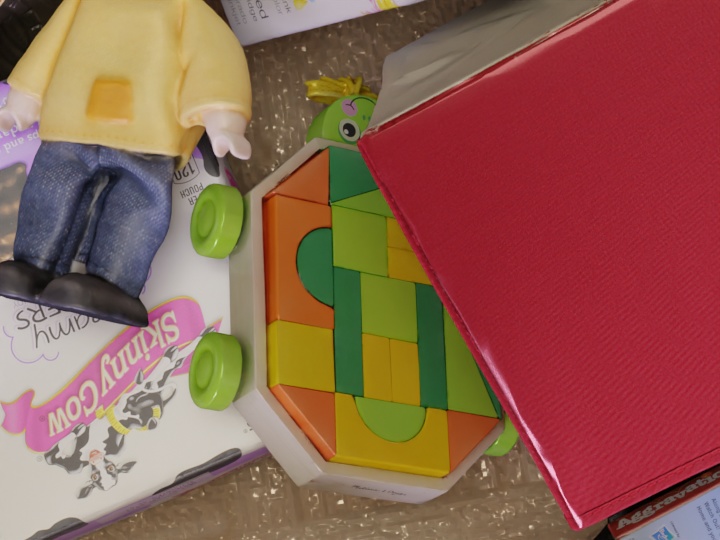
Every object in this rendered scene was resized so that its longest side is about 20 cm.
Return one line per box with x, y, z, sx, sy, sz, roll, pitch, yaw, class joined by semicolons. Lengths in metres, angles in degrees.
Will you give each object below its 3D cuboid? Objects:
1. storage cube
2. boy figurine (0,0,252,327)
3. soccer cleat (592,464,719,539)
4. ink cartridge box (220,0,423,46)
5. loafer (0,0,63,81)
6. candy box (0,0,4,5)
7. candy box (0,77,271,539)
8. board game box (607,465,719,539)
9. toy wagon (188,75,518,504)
0.121;-0.036;0.921;0.199;0.171;0.180;-28;102;12;storage cube
-0.098;-0.077;0.971;0.124;0.064;0.201;14;88;26;boy figurine
0.125;0.151;1.014;0.199;0.068;0.073;-32;104;-1;soccer cleat
0.005;-0.188;0.961;0.087;0.199;0.146;-30;105;-36;ink cartridge box
-0.167;-0.141;1.057;0.200;0.076;0.068;-37;40;11;loafer
-0.235;-0.160;1.012;0.169;0.077;0.200;-51;45;-1;candy box
-0.126;0.012;1.036;0.167;0.072;0.201;-23;83;1;candy box
0.195;0.171;0.985;0.103;0.019;0.201;-27;106;2;board game box
0.000;0.000;1.002;0.154;0.040;0.201;11;66;-30;toy wagon
